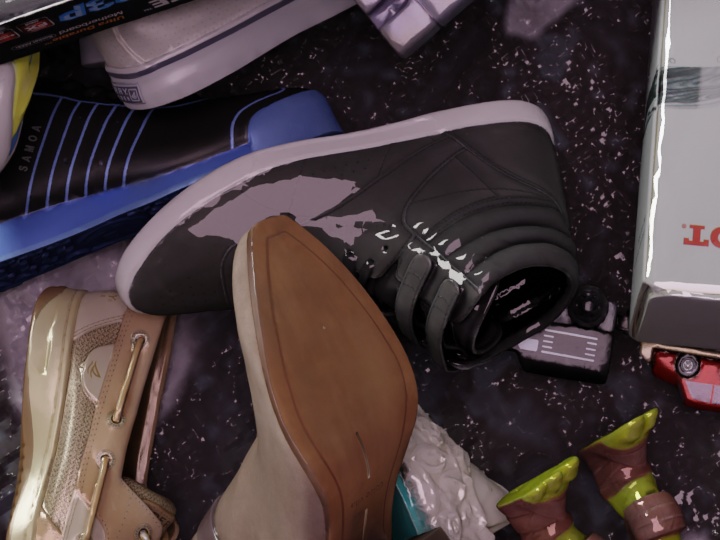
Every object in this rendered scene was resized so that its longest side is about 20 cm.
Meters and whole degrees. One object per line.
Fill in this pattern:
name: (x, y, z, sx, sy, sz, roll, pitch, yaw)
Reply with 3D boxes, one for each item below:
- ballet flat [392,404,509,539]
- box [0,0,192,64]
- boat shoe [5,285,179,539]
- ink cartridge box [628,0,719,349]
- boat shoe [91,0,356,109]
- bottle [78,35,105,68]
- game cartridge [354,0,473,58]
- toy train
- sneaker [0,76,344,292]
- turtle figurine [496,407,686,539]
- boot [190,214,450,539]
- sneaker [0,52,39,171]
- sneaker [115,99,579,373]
ballet flat: (0.046, 0.132, 0.921, 0.071, 0.072, 0.202, -22, 84, 1)
box: (-0.123, -0.171, 0.839, 0.198, 0.046, 0.160, -18, 77, 9)
boat shoe: (-0.112, 0.107, 0.923, 0.064, 0.071, 0.202, 2, 82, 5)
ink cartridge box: (0.190, -0.067, 0.897, 0.145, 0.083, 0.202, 6, 72, 4)
boat shoe: (-0.031, -0.147, 0.921, 0.199, 0.071, 0.070, -32, 116, -15)
bottle: (-0.107, -0.191, 0.952, 0.083, 0.065, 0.202, -4, 91, 37)
game cartridge: (0.003, -0.203, 0.871, 0.129, 0.038, 0.201, -39, 86, 4)
toy train: (0.152, 0.039, 0.930, 0.198, 0.034, 0.046, 9, 87, 6)
sneaker: (-0.110, -0.054, 0.942, 0.198, 0.070, 0.079, -19, 79, -1)
turtle figurine: (0.137, 0.143, 0.905, 0.199, 0.064, 0.162, -28, 84, -19)
boot: (-0.030, 0.095, 0.887, 0.070, 0.146, 0.202, -17, 79, -37)
sneaker: (-0.159, -0.107, 0.924, 0.075, 0.105, 0.202, -8, 66, 11)
sneaker: (0.000, 0.000, 0.898, 0.198, 0.071, 0.100, -17, 53, -6)
